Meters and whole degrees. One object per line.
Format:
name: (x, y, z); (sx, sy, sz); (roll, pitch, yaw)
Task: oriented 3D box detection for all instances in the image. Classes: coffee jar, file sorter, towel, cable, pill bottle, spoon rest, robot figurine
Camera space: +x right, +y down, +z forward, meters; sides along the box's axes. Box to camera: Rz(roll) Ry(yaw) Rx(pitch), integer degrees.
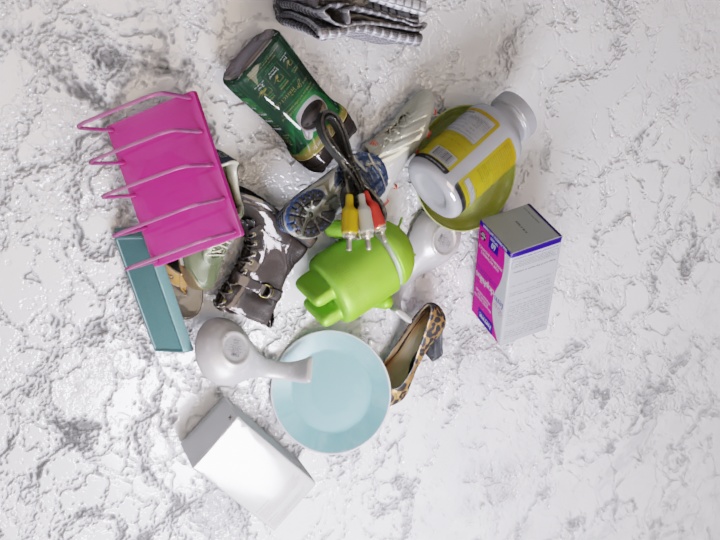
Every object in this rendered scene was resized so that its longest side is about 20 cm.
coffee jar: (-0.097, -0.238, 1.309); (0.105, 0.085, 0.200); (-50, 120, -11)
file sorter: (-0.262, -0.115, 1.184); (0.137, 0.125, 0.203); (-18, 93, 14)
towel: (-0.016, -0.353, 1.242); (0.163, 0.200, 0.087); (6, 107, -26)
cable: (-0.004, -0.130, 1.288); (0.096, 0.050, 0.204); (-13, 95, -39)
pill bottle: (0.176, -0.182, 1.401); (0.199, 0.112, 0.113); (-41, 120, -15)
spoon rest: (-0.168, 0.136, 1.398); (0.198, 0.060, 0.101); (21, 63, -35)
robot figurine: (0.000, 0.000, 1.415); (0.199, 0.115, 0.177); (-34, 130, -16)
spoon rest: (0.101, -0.014, 1.508); (0.099, 0.060, 0.202); (37, 76, -32)

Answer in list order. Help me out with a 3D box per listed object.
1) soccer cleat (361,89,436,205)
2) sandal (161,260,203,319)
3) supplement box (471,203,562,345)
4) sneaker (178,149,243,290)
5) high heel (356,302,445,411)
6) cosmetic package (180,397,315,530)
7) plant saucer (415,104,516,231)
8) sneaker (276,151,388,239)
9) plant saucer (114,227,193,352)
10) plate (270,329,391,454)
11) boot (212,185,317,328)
soccer cleat: (0.047, -0.194, 1.407); (0.077, 0.069, 0.202); (26, 98, -27)
sandal: (-0.261, -0.022, 1.323); (0.080, 0.055, 0.204); (-2, 108, -25)
supplement box: (0.258, 0.009, 1.526); (0.102, 0.102, 0.202); (-18, 132, -18)
sneaker: (-0.204, -0.069, 1.273); (0.067, 0.089, 0.204); (-10, 104, -53)
high heel: (0.061, 0.139, 1.501); (0.199, 0.071, 0.144); (-37, 145, -24)
cosmetic package: (-0.178, 0.310, 1.462); (0.108, 0.085, 0.200); (-45, 120, -6)
plant saucer: (0.164, -0.165, 1.479); (0.197, 0.031, 0.204); (-6, 102, -27)
sneaker: (-0.046, -0.113, 1.339); (0.199, 0.085, 0.078); (-32, 105, -30)
plant saucer: (-0.300, 0.033, 1.319); (0.019, 0.069, 0.203); (-47, 131, -52)
plate: (-0.047, 0.196, 1.481); (0.196, 0.026, 0.204); (0, 95, 5)
boot: (-0.168, -0.017, 1.362); (0.199, 0.069, 0.175); (34, 91, -33)
